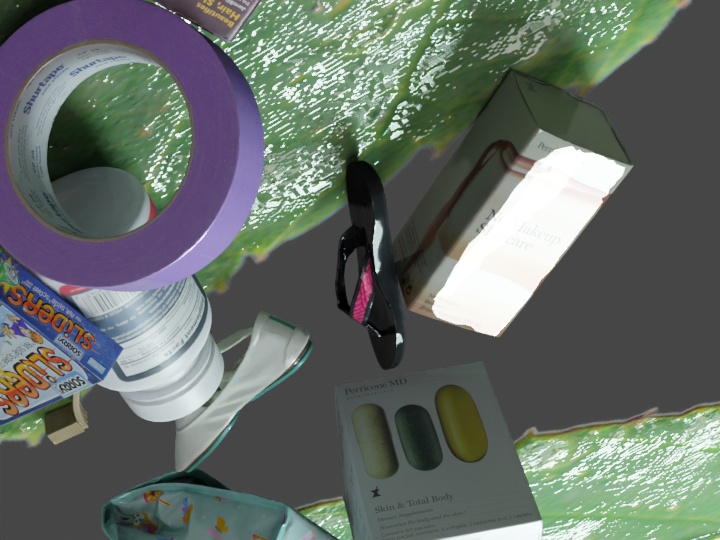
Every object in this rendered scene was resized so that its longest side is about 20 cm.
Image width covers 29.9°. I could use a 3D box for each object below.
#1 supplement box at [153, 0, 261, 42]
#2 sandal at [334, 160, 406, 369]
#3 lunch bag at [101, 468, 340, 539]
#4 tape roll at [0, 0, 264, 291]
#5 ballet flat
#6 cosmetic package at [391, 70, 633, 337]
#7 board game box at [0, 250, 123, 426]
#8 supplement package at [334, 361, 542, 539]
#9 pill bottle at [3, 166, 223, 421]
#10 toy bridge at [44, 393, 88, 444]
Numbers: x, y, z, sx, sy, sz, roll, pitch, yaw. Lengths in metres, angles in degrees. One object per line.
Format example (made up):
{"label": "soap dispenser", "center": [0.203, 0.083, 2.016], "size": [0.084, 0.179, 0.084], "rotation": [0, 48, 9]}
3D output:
{"label": "supplement box", "center": [-0.080, -0.266, 0.879], "size": [0.110, 0.086, 0.200], "rotation": [24, 120, -31]}
{"label": "sandal", "center": [0.000, 0.000, 1.140], "size": [0.045, 0.075, 0.200], "rotation": [-21, 126, -17]}
{"label": "lunch bag", "center": [-0.131, 0.270, 1.289], "size": [0.200, 0.122, 0.170], "rotation": [8, 158, 29]}
{"label": "tape roll", "center": [-0.171, -0.086, 0.942], "size": [0.200, 0.200, 0.066], "rotation": [-25, 173, 8]}
{"label": "ballet flat", "center": [-0.123, 0.104, 1.212], "size": [0.069, 0.070, 0.200], "rotation": [26, 125, -31]}
{"label": "cosmetic package", "center": [0.120, -0.051, 1.117], "size": [0.103, 0.087, 0.200], "rotation": [17, 124, -25]}
{"label": "board game box", "center": [-0.288, 0.054, 1.054], "size": [0.135, 0.034, 0.200], "rotation": [41, 144, -19]}
{"label": "supplement package", "center": [0.067, 0.216, 1.260], "size": [0.151, 0.200, 0.151], "rotation": [-9, 131, -7]}
{"label": "pill bottle", "center": [-0.189, 0.026, 1.085], "size": [0.119, 0.120, 0.200], "rotation": [-20, 132, 4]}
{"label": "toy bridge", "center": [-0.285, 0.072, 1.163], "size": [0.067, 0.027, 0.200], "rotation": [-24, 132, 3]}
